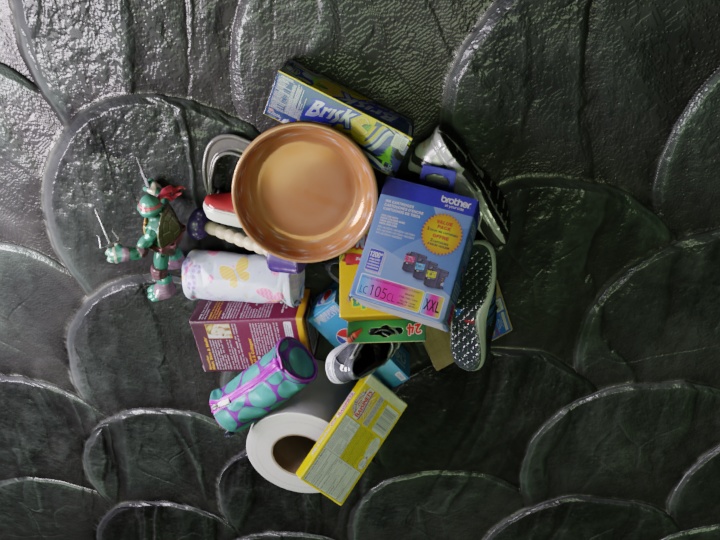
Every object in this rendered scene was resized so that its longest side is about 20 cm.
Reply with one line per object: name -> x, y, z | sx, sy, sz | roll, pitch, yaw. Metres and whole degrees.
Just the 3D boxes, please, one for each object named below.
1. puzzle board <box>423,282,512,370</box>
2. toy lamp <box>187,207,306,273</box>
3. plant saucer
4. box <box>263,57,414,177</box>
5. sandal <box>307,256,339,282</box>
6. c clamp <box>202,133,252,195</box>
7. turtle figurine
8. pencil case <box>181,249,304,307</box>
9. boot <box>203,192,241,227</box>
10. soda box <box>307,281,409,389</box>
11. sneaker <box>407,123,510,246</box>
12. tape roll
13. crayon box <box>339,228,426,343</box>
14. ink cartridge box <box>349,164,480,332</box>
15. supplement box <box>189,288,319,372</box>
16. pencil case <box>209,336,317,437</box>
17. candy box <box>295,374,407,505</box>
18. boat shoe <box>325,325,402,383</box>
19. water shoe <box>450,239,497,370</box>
puzzle board -> 0.156, 0.060, 0.933 | 0.148, 0.017, 0.202 | -28, 126, 0
toy lamp -> -0.171, -0.043, 0.884 | 0.196, 0.058, 0.059 | 19, 125, 17
plant saucer -> -0.074, -0.106, 0.790 | 0.195, 0.038, 0.204 | -2, 121, -3
box -> -0.026, -0.208, 0.794 | 0.197, 0.071, 0.065 | 25, 122, -8
sandal -> 0.001, 0.000, 0.935 | 0.196, 0.043, 0.077 | 19, 122, -5
c clamp -> -0.159, -0.112, 0.897 | 0.197, 0.027, 0.172 | 25, 122, -9
turtle figurine -> -0.316, -0.056, 0.880 | 0.099, 0.151, 0.203 | 15, 139, 16
pencil case -> -0.187, 0.012, 0.939 | 0.195, 0.091, 0.085 | 4, 78, 8
boot -> -0.130, -0.139, 0.833 | 0.195, 0.073, 0.147 | -1, 118, -6
soda box -> 0.002, 0.115, 0.992 | 0.064, 0.068, 0.200 | -33, 112, 23
sneaker -> 0.146, -0.113, 0.841 | 0.079, 0.074, 0.201 | -28, 110, 36
tape roll -> -0.098, 0.286, 1.070 | 0.197, 0.140, 0.207 | 4, 122, 6
crayon box -> 0.033, 0.002, 0.851 | 0.124, 0.051, 0.205 | -4, 77, 12
ink cartridge box -> 0.081, -0.037, 0.785 | 0.134, 0.076, 0.204 | 15, 80, 15
supplement box -> -0.177, 0.103, 0.997 | 0.195, 0.086, 0.112 | -2, 123, 8
pencil case -> -0.162, 0.189, 0.946 | 0.199, 0.086, 0.092 | -38, 155, 28
candy box -> -0.012, 0.279, 0.969 | 0.102, 0.026, 0.202 | 41, 78, -25
boat shoe -> 0.031, 0.111, 0.911 | 0.067, 0.199, 0.073 | -11, 103, 45
water shoe -> 0.174, 0.049, 0.889 | 0.070, 0.079, 0.205 | 13, 108, 27
